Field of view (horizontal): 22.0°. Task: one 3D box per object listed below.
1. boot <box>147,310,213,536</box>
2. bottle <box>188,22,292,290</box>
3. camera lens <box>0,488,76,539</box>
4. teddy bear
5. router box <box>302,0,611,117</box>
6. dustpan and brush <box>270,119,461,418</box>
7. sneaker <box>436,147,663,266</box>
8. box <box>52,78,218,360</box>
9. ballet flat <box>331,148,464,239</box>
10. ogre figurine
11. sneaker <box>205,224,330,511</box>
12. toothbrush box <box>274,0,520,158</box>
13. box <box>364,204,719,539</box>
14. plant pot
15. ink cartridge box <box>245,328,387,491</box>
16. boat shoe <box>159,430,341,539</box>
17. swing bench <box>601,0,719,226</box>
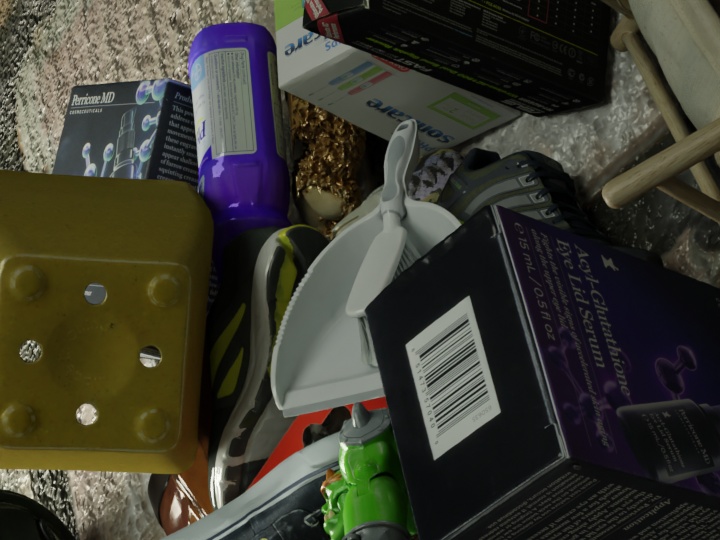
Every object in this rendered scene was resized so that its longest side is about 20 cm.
[{"bbox_3d":[-0.079,0.140,1.265,0.189,0.068,0.200,-64,33,14],"label":"boot"},{"bbox_3d":[-0.083,-0.071,1.303,0.084,0.065,0.201,106,160,-69],"label":"bottle"},{"bbox_3d":[-0.317,0.275,1.454,0.200,0.160,0.161,-38,50,37],"label":"camera lens"},{"bbox_3d":[-0.019,-0.121,1.289,0.145,0.066,0.201,105,162,-68],"label":"teddy bear"},{"bbox_3d":[0.065,-0.192,1.109,0.062,0.199,0.151,-8,70,50],"label":"router box"},{"bbox_3d":[0.019,-0.013,1.102,0.139,0.057,0.200,-15,34,27],"label":"dustpan and brush"},{"bbox_3d":[0.106,-0.029,1.108,0.200,0.074,0.081,20,90,51],"label":"sneaker"},{"bbox_3d":[-0.163,-0.036,1.419,0.148,0.107,0.201,2,78,52],"label":"box"},{"bbox_3d":[0.000,0.000,1.230,0.201,0.072,0.072,-53,42,25],"label":"ballet flat"},{"bbox_3d":[0.034,0.144,0.969,0.098,0.200,0.120,-29,59,32],"label":"ogre figurine"},{"bbox_3d":[-0.064,0.066,1.206,0.085,0.074,0.201,17,96,56],"label":"sneaker"},{"bbox_3d":[0.020,-0.195,1.209,0.086,0.145,0.201,-23,59,37],"label":"toothbrush box"},{"bbox_3d":[0.118,0.074,0.947,0.104,0.199,0.148,-40,50,34],"label":"box"},{"bbox_3d":[-0.184,0.040,1.178,0.200,0.195,0.195,-161,75,-71],"label":"plant pot"},{"bbox_3d":[0.020,0.160,1.095,0.200,0.057,0.163,41,113,14],"label":"ink cartridge box"},{"bbox_3d":[-0.037,0.168,1.058,0.200,0.071,0.091,-33,64,10],"label":"boat shoe"},{"bbox_3d":[0.203,-0.147,0.986,0.200,0.129,0.199,-43,46,26],"label":"swing bench"}]
